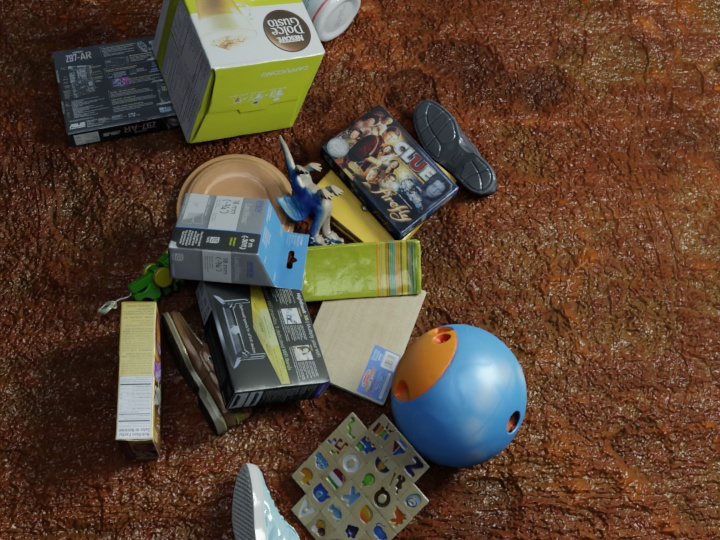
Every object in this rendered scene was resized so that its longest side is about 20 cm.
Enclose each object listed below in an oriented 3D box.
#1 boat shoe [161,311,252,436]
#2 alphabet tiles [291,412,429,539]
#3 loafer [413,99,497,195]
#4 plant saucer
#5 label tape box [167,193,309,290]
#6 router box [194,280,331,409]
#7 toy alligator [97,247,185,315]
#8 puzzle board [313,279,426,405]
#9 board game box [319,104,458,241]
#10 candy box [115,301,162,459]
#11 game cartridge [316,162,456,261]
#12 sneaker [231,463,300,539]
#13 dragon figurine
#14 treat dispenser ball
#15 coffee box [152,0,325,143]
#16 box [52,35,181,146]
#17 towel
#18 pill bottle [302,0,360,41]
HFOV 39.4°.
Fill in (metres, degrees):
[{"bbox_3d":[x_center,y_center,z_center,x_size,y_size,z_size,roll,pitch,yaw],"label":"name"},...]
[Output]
[{"bbox_3d":[-0.231,0.145,1.507,0.067,0.072,0.203,-25,81,-21],"label":"boat shoe"},{"bbox_3d":[-0.002,0.311,1.438,0.200,0.006,0.167,-46,77,9],"label":"alphabet tiles"},{"bbox_3d":[0.161,-0.201,1.705,0.072,0.063,0.201,-41,70,11],"label":"loafer"},{"bbox_3d":[-0.200,-0.099,1.628,0.196,0.032,0.204,2,67,-5],"label":"plant saucer"},{"bbox_3d":[-0.178,-0.046,1.514,0.195,0.064,0.145,5,38,-1],"label":"label tape box"},{"bbox_3d":[-0.147,0.098,1.498,0.154,0.052,0.203,-2,56,-29],"label":"router box"},{"bbox_3d":[-0.313,0.021,1.556,0.199,0.059,0.055,-42,117,-20],"label":"toy alligator"},{"bbox_3d":[0.002,0.094,1.578,0.148,0.017,0.203,22,67,2],"label":"puzzle board"},{"bbox_3d":[0.046,-0.162,1.648,0.135,0.035,0.200,-37,75,-21],"label":"board game box"},{"bbox_3d":[-0.318,0.161,1.460,0.055,0.117,0.204,0,68,-6],"label":"candy box"},{"bbox_3d":[0.036,-0.131,1.670,0.175,0.033,0.200,39,66,10],"label":"game cartridge"},{"bbox_3d":[-0.129,0.373,1.428,0.081,0.074,0.204,8,57,-36],"label":"sneaker"},{"bbox_3d":[-0.093,-0.117,1.605,0.200,0.100,0.059,46,32,8],"label":"dragon figurine"},{"bbox_3d":[0.141,0.180,1.454,0.196,0.202,0.205,2,67,-5],"label":"treat dispenser ball"},{"bbox_3d":[-0.201,-0.353,1.620,0.196,0.200,0.201,-14,69,-28],"label":"coffee box"},{"bbox_3d":[-0.402,-0.303,1.684,0.196,0.044,0.163,-13,69,-11],"label":"box"},{"bbox_3d":[0.000,0.000,1.584,0.195,0.018,0.088,-4,88,-9],"label":"towel"},{"bbox_3d":[-0.099,-0.508,1.769,0.108,0.109,0.201,-37,75,-19],"label":"pill bottle"}]
